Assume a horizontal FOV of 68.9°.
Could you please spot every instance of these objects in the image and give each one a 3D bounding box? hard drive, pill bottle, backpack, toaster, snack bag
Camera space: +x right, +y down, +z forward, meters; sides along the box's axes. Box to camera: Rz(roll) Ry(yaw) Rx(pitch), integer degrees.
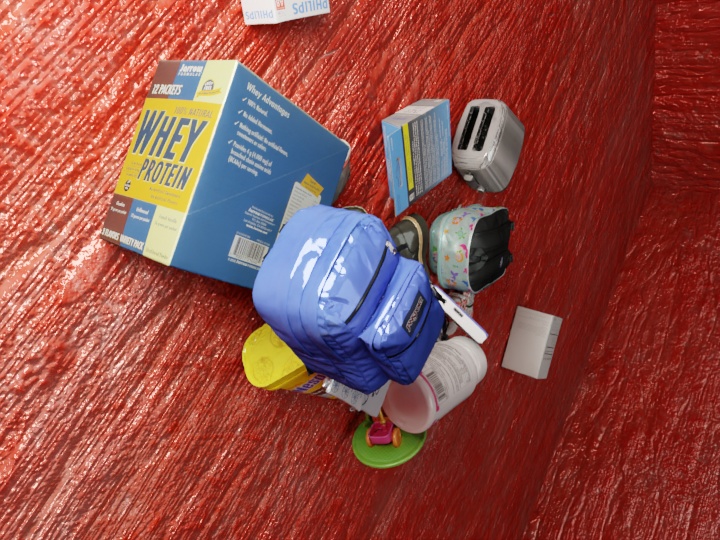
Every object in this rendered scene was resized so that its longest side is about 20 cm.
[{"bbox_3d":[0.192,0.091,1.029,0.025,0.132,0.200,-46,166,2],"label":"hard drive"},{"bbox_3d":[0.135,0.192,0.926,0.199,0.113,0.115,-18,117,-46],"label":"pill bottle"},{"bbox_3d":[-0.005,0.026,0.579,0.200,0.166,0.164,55,52,-47],"label":"backpack"},{"bbox_3d":[0.273,-0.275,1.119,0.129,0.113,0.202,24,85,-52],"label":"toaster"},{"bbox_3d":[0.227,-0.047,1.106,0.199,0.149,0.180,-28,122,-54],"label":"backpack"},{"bbox_3d":[0.024,0.116,0.774,0.190,0.021,0.200,-67,149,-19],"label":"snack bag"}]

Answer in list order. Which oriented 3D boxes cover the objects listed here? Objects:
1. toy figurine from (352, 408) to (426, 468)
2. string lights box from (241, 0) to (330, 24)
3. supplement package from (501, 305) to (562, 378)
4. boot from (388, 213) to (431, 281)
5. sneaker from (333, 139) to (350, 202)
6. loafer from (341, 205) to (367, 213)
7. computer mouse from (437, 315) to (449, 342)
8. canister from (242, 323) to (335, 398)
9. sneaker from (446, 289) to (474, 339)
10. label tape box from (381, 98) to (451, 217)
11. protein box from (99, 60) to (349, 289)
[{"bbox_3d":[0.038,0.229,0.993,0.201,0.148,0.186,-61,139,-55],"label":"toy figurine"},{"bbox_3d":[-0.100,-0.401,0.606,0.103,0.058,0.202,-37,131,-42],"label":"string lights box"},{"bbox_3d":[0.547,0.229,1.673,0.119,0.120,0.203,15,91,-55],"label":"supplement package"},{"bbox_3d":[0.059,0.007,0.983,0.137,0.077,0.202,-26,121,-32],"label":"boot"},{"bbox_3d":[-0.066,-0.100,0.756,0.201,0.076,0.082,-53,146,-27],"label":"sneaker"},{"bbox_3d":[-0.030,-0.049,0.753,0.076,0.069,0.200,57,36,-4],"label":"loafer"},{"bbox_3d":[0.137,0.111,1.032,0.200,0.043,0.111,50,40,-57],"label":"computer mouse"},{"bbox_3d":[-0.058,0.129,0.796,0.148,0.087,0.200,-32,150,16],"label":"canister"},{"bbox_3d":[0.206,0.086,1.202,0.200,0.067,0.109,-12,112,-55],"label":"sneaker"},{"bbox_3d":[0.087,-0.205,0.931,0.200,0.063,0.146,-39,132,-40],"label":"label tape box"},{"bbox_3d":[-0.143,-0.093,0.596,0.198,0.134,0.203,22,85,-55],"label":"protein box"}]
